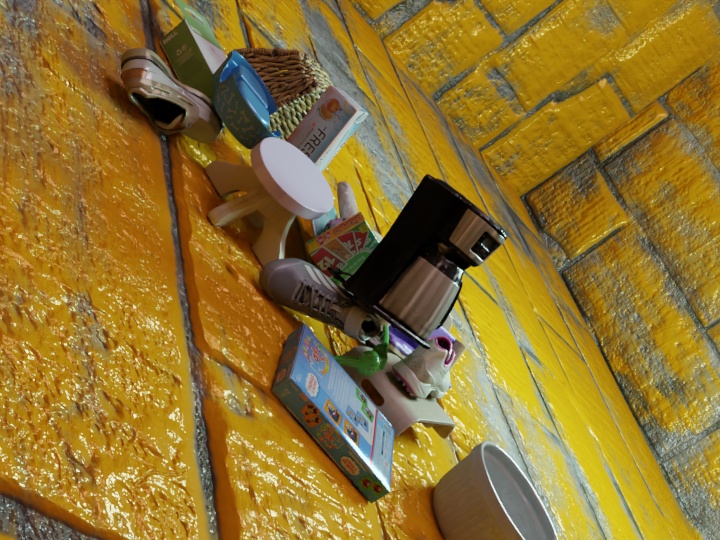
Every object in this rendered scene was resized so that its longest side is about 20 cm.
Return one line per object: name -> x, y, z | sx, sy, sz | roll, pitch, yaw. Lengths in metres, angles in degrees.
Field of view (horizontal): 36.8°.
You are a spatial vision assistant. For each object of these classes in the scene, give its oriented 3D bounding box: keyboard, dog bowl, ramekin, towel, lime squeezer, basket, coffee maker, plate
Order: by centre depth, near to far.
coffee maker -> 0.075, -0.027, 1.498 | 0.191, 0.201, 0.135 | 37, 0, 16
lime squeezer -> 0.009, 0.120, 1.531 | 0.199, 0.070, 0.038 | -18, 116, -55
ramekin -> 0.190, 0.359, 1.559 | 0.201, 0.105, 0.201 | 49, 16, -20
dog bowl -> -0.172, -0.247, 1.592 | 0.112, 0.049, 0.201 | 50, 13, -29
plate -> -0.046, -0.049, 1.699 | 0.200, 0.025, 0.203 | -14, 90, -85
keyboard -> 0.059, 0.145, 1.750 | 0.056, 0.011, 0.200 | 30, -8, 47
towel -> 0.005, -0.025, 1.822 | 0.201, 0.032, 0.192 | -101, 171, -56
basket -> -0.121, -0.305, 1.841 | 0.150, 0.142, 0.200 | 62, 0, 21

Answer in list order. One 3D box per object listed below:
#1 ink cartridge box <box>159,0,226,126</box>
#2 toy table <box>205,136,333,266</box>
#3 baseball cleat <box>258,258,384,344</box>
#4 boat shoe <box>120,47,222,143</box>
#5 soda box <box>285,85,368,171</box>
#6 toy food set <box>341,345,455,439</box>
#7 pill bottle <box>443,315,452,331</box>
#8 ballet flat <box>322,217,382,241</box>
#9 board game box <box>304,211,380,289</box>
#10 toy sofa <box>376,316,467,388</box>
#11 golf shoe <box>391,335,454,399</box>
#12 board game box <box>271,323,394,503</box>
ink cartridge box -> -0.256, -0.333, 1.735 | 0.201, 0.059, 0.104 | 62, 17, 21
toy table -> -0.129, -0.101, 1.535 | 0.185, 0.117, 0.200 | 61, 18, 21
baseball cleat -> -0.045, 0.042, 1.494 | 0.199, 0.070, 0.106 | 24, 3, -37
boat shoe -> -0.262, -0.223, 1.498 | 0.200, 0.074, 0.069 | 37, 42, -51
soda box -> -0.078, -0.193, 1.707 | 0.064, 0.200, 0.068 | 43, 15, 9
toy food set -> 0.051, 0.191, 1.605 | 0.144, 0.060, 0.200 | 49, 11, 24
pill bottle -> 0.097, 0.032, 1.923 | 0.112, 0.112, 0.201 | 41, 20, -38
ballet flat -> 0.017, -0.028, 1.658 | 0.200, 0.070, 0.070 | 35, 58, -54
board game box -> 0.000, 0.000, 1.616 | 0.200, 0.095, 0.030 | 55, 7, -51
toy sofa -> 0.094, 0.110, 1.763 | 0.200, 0.083, 0.097 | 39, -3, -43
golf shoe -> 0.113, 0.141, 1.617 | 0.075, 0.092, 0.200 | 45, 9, 12
board game box -> -0.030, 0.181, 1.399 | 0.201, 0.036, 0.152 | 52, 17, -15
